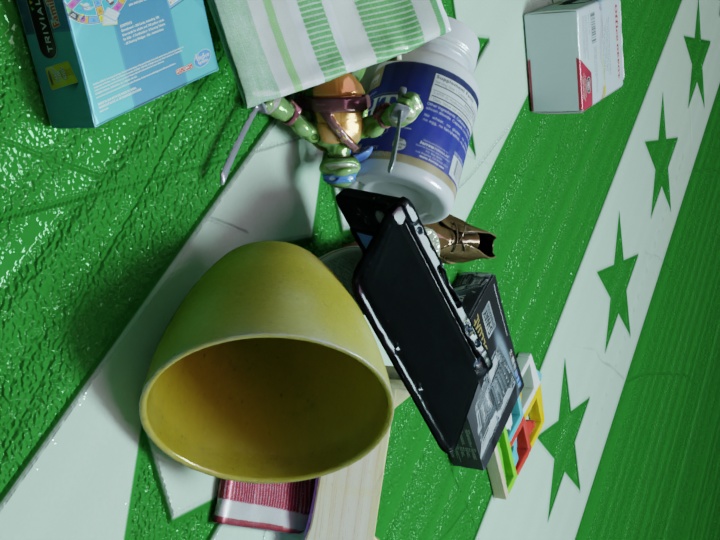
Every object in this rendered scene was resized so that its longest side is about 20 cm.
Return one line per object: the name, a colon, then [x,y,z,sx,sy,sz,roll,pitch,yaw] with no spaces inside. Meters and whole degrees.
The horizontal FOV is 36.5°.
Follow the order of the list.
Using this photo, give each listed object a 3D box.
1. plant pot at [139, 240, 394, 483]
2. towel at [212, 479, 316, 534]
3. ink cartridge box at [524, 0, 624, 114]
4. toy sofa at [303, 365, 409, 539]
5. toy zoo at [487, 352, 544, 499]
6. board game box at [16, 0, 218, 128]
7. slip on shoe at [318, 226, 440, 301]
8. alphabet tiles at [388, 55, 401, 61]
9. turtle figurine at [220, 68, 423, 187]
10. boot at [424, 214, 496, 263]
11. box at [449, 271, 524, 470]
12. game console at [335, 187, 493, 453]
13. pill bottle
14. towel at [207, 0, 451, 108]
plant pot: [-0.076,0.061,0.898,0.200,0.199,0.143,59,20,-44]
towel: [-0.075,0.147,1.042,0.144,0.023,0.202,30,67,-56]
ink cartridge box: [0.322,-0.325,1.626,0.200,0.082,0.147,-33,121,-55]
toy sofa: [-0.007,0.191,1.091,0.083,0.097,0.202,-156,-107,-77]
toy zoo: [0.225,0.212,1.572,0.200,0.020,0.132,-51,135,-45]
board game box: [-0.184,-0.222,0.791,0.151,0.047,0.201,-40,126,-51]
slip on shoe: [0.000,0.000,1.124,0.199,0.061,0.075,-25,113,-42]
alphabet tiles: [0.016,-0.304,1.051,0.007,0.167,0.202,-7,102,-16]
turtle figurine: [-0.022,-0.174,0.986,0.200,0.143,0.196,-10,97,-63]
boot: [0.097,-0.046,1.273,0.200,0.075,0.074,13,83,-59]
box: [0.143,0.128,1.392,0.158,0.049,0.201,-56,138,-42]
game console: [0.030,0.041,1.008,0.116,0.175,0.201,-39,117,-21]
pill bottle: [0.061,-0.162,1.153,0.120,0.119,0.201,45,54,-52]
towel: [-0.032,-0.242,0.931,0.199,0.023,0.154,-21,94,-18]
